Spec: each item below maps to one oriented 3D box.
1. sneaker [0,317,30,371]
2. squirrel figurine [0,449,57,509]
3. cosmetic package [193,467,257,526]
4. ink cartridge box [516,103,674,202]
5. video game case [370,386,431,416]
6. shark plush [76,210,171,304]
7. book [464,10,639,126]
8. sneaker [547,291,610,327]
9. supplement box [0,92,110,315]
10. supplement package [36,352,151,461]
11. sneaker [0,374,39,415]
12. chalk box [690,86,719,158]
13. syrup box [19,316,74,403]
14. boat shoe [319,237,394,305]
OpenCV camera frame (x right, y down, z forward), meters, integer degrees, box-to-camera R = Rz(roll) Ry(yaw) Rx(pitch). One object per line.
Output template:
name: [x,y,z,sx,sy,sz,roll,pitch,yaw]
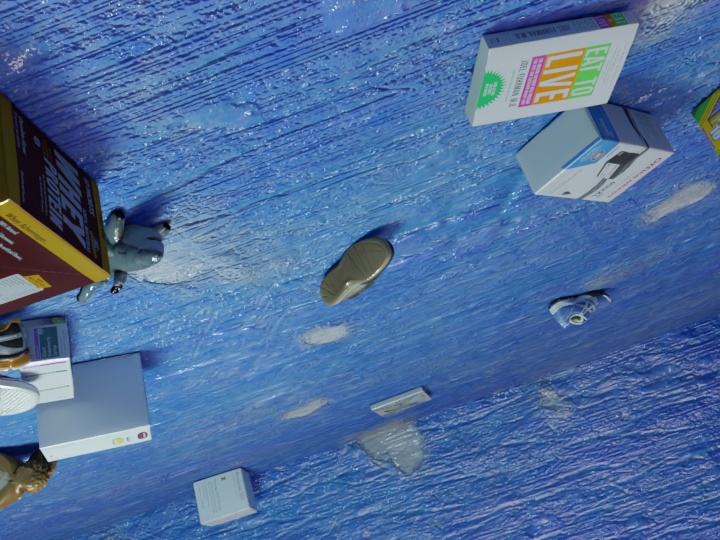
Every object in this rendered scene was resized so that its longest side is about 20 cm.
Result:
sneaker: [-0.611,0.105,1.027,0.199,0.078,0.078,4,-172,-12]
squirrel figurine: [-0.861,0.524,1.674,0.199,0.142,0.187,-8,161,-16]
cosmetic package: [-0.542,0.913,2.697,0.199,0.168,0.167,-17,156,-4]
ink cartridge box: [0.377,-0.187,1.075,0.199,0.084,0.145,0,150,-36]
video game case: [0.150,0.478,2.430,0.199,0.022,0.182,-22,156,8]
shark plush: [-0.351,-0.008,0.944,0.199,0.084,0.091,-27,155,19]
book: [0.243,-0.264,0.873,0.199,0.048,0.134,-13,152,-8]
sneaker: [0.634,0.114,1.919,0.199,0.077,0.076,-12,154,-18]
supplement box: [-0.419,-0.054,0.733,0.199,0.133,0.197,-19,156,2]
supplement package: [-0.528,0.270,1.329,0.199,0.156,0.111,-9,154,-19]
sneaker: [-0.625,0.167,1.087,0.200,0.114,0.073,15,120,-30]
chalk box: [0.662,-0.267,1.056,0.124,0.124,0.200,-5,153,-29]
syrup box: [-0.549,0.161,1.173,0.081,0.079,0.200,-6,153,-25]
boat shoe: [0.000,0.000,1.238,0.065,0.072,0.200,-11,155,-46]
